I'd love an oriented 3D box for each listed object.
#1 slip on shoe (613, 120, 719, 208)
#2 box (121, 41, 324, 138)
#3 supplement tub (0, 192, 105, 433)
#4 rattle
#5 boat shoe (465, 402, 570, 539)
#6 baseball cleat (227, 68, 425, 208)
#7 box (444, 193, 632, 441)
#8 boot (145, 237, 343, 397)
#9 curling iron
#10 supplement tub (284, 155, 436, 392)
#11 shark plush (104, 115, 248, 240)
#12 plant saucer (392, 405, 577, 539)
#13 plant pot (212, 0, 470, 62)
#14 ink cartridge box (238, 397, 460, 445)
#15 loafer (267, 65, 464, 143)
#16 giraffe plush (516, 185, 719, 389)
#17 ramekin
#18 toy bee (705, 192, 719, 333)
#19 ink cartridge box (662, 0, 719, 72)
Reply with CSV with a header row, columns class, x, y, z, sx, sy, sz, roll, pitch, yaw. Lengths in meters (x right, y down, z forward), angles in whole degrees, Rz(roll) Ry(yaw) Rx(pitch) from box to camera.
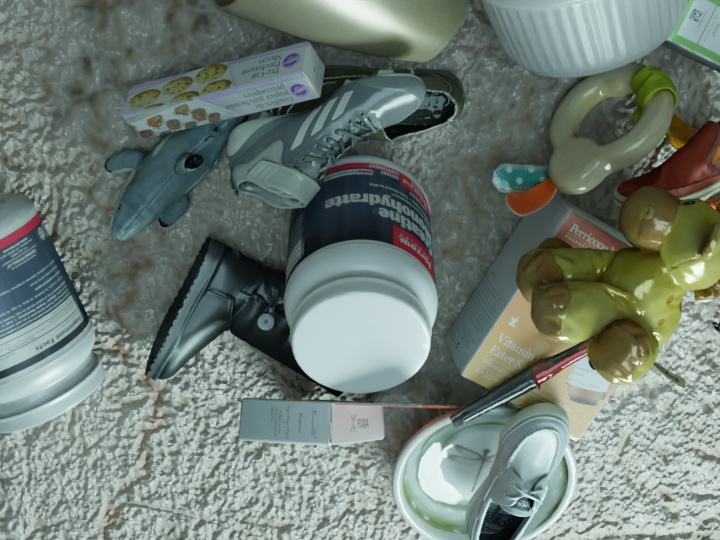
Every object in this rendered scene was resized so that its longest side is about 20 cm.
class,x,y,z,sx,sy,sz,roll,pitch,yaw
slip on shoe,0.330,-0.110,1.119,0.199,0.074,0.061,-24,114,1
box,-0.130,-0.168,1.108,0.199,0.042,0.039,-9,145,24
supplement tub,-0.344,0.039,1.142,0.140,0.140,0.201,-21,108,1
rattle,0.240,-0.103,1.185,0.200,0.130,0.143,-52,148,-5
boat shoe,0.163,0.223,1.205,0.070,0.072,0.202,14,126,-10
baseball cleat,-0.029,-0.114,1.090,0.199,0.107,0.070,-17,150,20
box,0.207,0.043,1.217,0.152,0.106,0.201,29,102,-13
boot,-0.102,0.078,1.224,0.199,0.066,0.165,26,104,-17
curling iron,0.181,0.110,1.166,0.199,0.026,0.050,-24,105,3
supplement tub,0.000,0.000,1.112,0.139,0.201,0.141,0,131,-1
shark plush,-0.160,-0.102,1.148,0.199,0.083,0.091,-30,107,4
plant saucer,0.132,0.215,1.279,0.199,0.050,0.201,-1,121,-1
plant pot,-0.004,-0.276,1.078,0.199,0.187,0.188,25,103,-26
ink cartridge box,-0.004,0.149,1.158,0.172,0.200,0.044,2,84,16
loafer,0.008,-0.163,1.154,0.199,0.070,0.076,-8,107,-3
giraffe plush,0.260,-0.001,1.053,0.199,0.173,0.163,25,116,-19
ramekin,0.205,-0.264,1.082,0.199,0.201,0.105,-23,125,2
toy bee,0.362,-0.043,1.150,0.130,0.200,0.109,-23,123,-3
ink cartridge box,0.378,-0.217,1.158,0.199,0.104,0.060,22,104,-12
